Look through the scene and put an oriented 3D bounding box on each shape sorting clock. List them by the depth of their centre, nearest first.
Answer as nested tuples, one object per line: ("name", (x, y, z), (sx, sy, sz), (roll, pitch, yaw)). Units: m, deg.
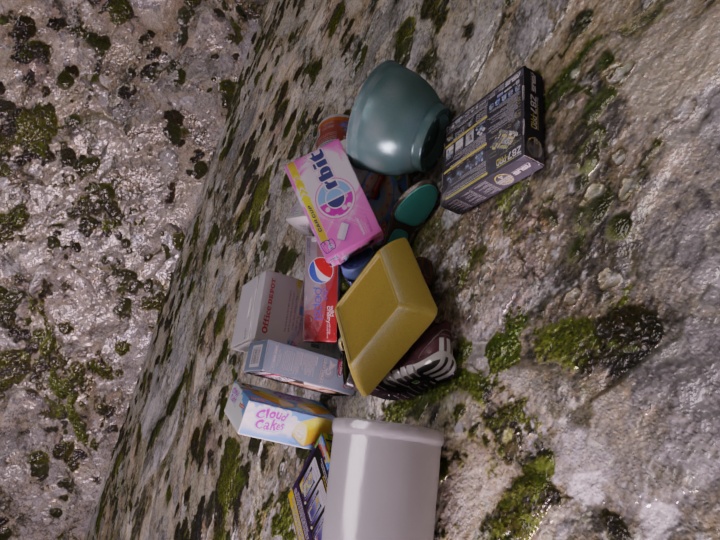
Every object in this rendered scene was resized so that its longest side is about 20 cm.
("shape sorting clock", (0.033, -0.152, 1.326), (0.199, 0.039, 0.205), (-17, 69, 54))

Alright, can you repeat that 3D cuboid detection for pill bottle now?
("pill bottle", (-0.049, -0.246, 1.491), (0.112, 0.110, 0.204), (-38, 43, 48))

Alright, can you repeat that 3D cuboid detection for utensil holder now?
("utensil holder", (0.028, 0.325, 0.932), (0.169, 0.167, 0.205), (-19, 59, 58))

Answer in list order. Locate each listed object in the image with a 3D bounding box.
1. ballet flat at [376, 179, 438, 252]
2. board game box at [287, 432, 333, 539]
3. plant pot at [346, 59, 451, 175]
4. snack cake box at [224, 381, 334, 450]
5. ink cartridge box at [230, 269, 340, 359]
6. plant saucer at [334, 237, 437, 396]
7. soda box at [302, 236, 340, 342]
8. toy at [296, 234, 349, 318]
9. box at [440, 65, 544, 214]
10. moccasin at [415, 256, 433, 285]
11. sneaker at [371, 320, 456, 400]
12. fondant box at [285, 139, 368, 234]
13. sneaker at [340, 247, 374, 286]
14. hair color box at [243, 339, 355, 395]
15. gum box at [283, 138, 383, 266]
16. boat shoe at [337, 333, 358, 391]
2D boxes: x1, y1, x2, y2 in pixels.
("ballet flat", (0.078, -0.091, 1.209), (0.076, 0.067, 0.203), (-101, 34, -59))
("board game box", (-0.057, 0.423, 1.160), (0.168, 0.056, 0.201), (-63, 28, 22))
("plant pot", (0.083, -0.257, 1.178), (0.132, 0.199, 0.204), (26, 99, 21))
("snack cake box", (-0.153, 0.284, 1.267), (0.115, 0.197, 0.069), (25, 95, 63))
("ink cartridge box", (-0.150, 0.108, 1.371), (0.144, 0.197, 0.149), (-25, 52, 55))
("plant saucer", (0.024, 0.066, 1.071), (0.201, 0.048, 0.202), (-52, 32, 25))
("soda box", (-0.074, 0.038, 1.274), (0.063, 0.068, 0.205), (75, -164, -84))
("toy", (-0.056, 0.008, 1.343), (0.047, 0.113, 0.204), (-27, 50, 57))
("box", (0.206, -0.203, 1.043), (0.199, 0.048, 0.165), (-30, 46, 53))
("moccasin", (0.046, 0.036, 1.168), (0.200, 0.076, 0.075), (-31, 59, 52))
("sneaker", (0.083, 0.136, 1.063), (0.198, 0.075, 0.118), (-28, 42, 43))
("fondant box", (-0.055, -0.171, 1.314), (0.202, 0.058, 0.144), (-60, 24, -14))
("sneaker", (0.000, 0.000, 1.247), (0.200, 0.069, 0.080), (-95, -12, -76))
("hair color box", (-0.111, 0.188, 1.245), (0.098, 0.197, 0.062), (-17, 58, 58))
("gum box", (-0.045, -0.117, 1.180), (0.066, 0.112, 0.203), (62, -177, -78))
("boat shoe", (-0.010, 0.135, 1.231), (0.072, 0.065, 0.204), (-48, 35, 38))
